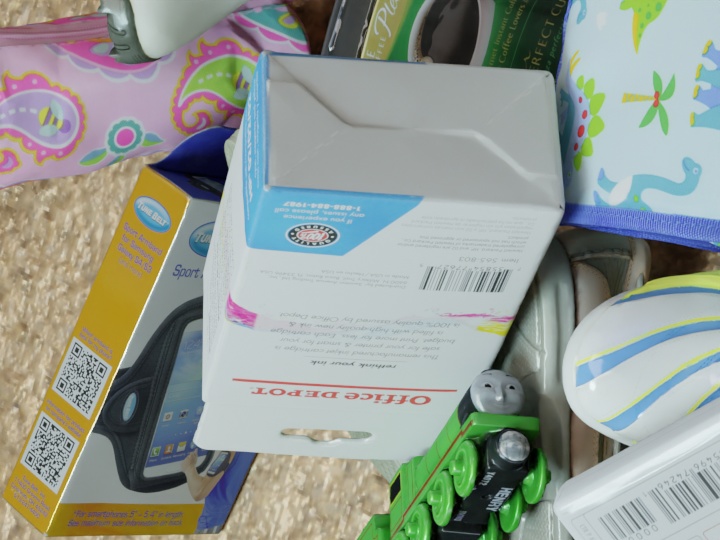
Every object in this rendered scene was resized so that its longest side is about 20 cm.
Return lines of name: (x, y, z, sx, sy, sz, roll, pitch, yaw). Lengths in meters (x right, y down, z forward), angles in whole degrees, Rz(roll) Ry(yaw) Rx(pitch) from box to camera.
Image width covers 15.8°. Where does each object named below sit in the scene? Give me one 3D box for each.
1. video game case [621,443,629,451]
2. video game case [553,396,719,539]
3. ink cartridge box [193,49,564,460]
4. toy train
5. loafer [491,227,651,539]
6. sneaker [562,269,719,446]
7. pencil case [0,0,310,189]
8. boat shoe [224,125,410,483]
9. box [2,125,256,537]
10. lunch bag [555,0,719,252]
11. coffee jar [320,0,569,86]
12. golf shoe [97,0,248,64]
video game case: (0.123, 0.138, 1.092, 0.200, 0.018, 0.143, 37, 110, 36)
video game case: (0.197, 0.104, 0.896, 0.200, 0.024, 0.182, -32, 102, 27)
ink cartridge box: (0.000, 0.000, 1.036, 0.200, 0.115, 0.068, 110, 160, -56)
toy train: (0.033, 0.103, 1.087, 0.200, 0.042, 0.056, 119, 153, -56)
loafer: (0.091, 0.080, 1.071, 0.072, 0.063, 0.200, -147, 54, -63)
sneaker: (0.178, 0.040, 0.933, 0.105, 0.200, 0.076, -171, 84, -80)
pencil case: (-0.118, -0.087, 1.199, 0.087, 0.200, 0.087, 35, 131, 54)
boat shoe: (0.006, 0.018, 1.142, 0.200, 0.062, 0.075, 67, 166, -14)
box: (-0.078, 0.031, 1.205, 0.041, 0.119, 0.200, 38, 111, 36)
lunch bag: (0.163, -0.085, 0.955, 0.200, 0.127, 0.170, 10, 89, 34)
coffee jar: (0.075, -0.088, 1.109, 0.200, 0.085, 0.104, 23, 100, 38)
golf shoe: (-0.040, -0.161, 1.159, 0.088, 0.200, 0.077, 17, 140, 31)
